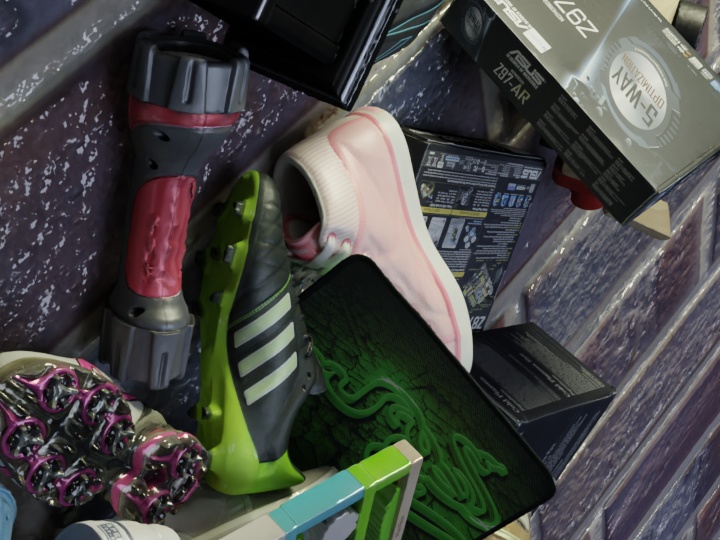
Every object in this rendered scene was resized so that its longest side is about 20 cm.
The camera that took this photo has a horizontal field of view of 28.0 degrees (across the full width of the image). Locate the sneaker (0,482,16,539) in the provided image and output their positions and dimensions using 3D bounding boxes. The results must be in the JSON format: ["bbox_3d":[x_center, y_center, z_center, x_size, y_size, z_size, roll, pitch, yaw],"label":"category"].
[{"bbox_3d":[-0.221,0.119,0.760,0.082,0.074,0.200,-38,151,-50],"label":"sneaker"}]

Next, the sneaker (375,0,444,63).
[{"bbox_3d":[0.026,-0.193,0.914,0.200,0.075,0.079,-42,158,-22],"label":"sneaker"}]

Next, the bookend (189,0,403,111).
[{"bbox_3d":[-0.043,-0.214,0.747,0.200,0.092,0.199,23,93,-60],"label":"bookend"}]

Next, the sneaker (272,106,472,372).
[{"bbox_3d":[0.000,0.000,0.952,0.105,0.075,0.200,-26,101,-40],"label":"sneaker"}]

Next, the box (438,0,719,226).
[{"bbox_3d":[0.175,-0.145,1.050,0.160,0.200,0.044,-31,167,-43],"label":"box"}]

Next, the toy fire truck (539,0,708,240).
[{"bbox_3d":[0.227,-0.120,1.216,0.200,0.129,0.176,88,21,-68],"label":"toy fire truck"}]

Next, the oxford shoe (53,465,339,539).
[{"bbox_3d":[-0.105,0.156,0.915,0.200,0.058,0.075,-18,166,-20],"label":"oxford shoe"}]

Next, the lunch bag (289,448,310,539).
[{"bbox_3d":[-0.006,0.162,1.025,0.200,0.161,0.082,-63,-178,-1],"label":"lunch bag"}]

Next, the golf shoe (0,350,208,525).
[{"bbox_3d":[-0.163,0.085,0.791,0.073,0.092,0.200,-54,154,-8],"label":"golf shoe"}]

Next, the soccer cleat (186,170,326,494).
[{"bbox_3d":[-0.061,0.039,0.900,0.081,0.068,0.200,5,90,-28],"label":"soccer cleat"}]

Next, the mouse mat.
[{"bbox_3d":[0.012,0.102,0.936,0.161,0.200,0.008,-39,-177,33],"label":"mouse mat"}]

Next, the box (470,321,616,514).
[{"bbox_3d":[0.087,0.155,1.192,0.182,0.104,0.200,-6,132,-57],"label":"box"}]

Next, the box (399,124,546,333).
[{"bbox_3d":[0.058,-0.024,1.103,0.200,0.049,0.161,-1,112,-58],"label":"box"}]

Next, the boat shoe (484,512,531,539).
[{"bbox_3d":[0.095,0.217,1.090,0.200,0.072,0.076,114,1,-59],"label":"boat shoe"}]

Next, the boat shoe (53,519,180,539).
[{"bbox_3d":[-0.172,0.211,0.830,0.065,0.074,0.200,4,142,-49],"label":"boat shoe"}]

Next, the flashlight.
[{"bbox_3d":[-0.107,-0.031,0.809,0.068,0.068,0.200,-39,142,-65],"label":"flashlight"}]

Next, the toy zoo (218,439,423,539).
[{"bbox_3d":[-0.052,0.190,0.876,0.200,0.020,0.131,-25,143,-33],"label":"toy zoo"}]
